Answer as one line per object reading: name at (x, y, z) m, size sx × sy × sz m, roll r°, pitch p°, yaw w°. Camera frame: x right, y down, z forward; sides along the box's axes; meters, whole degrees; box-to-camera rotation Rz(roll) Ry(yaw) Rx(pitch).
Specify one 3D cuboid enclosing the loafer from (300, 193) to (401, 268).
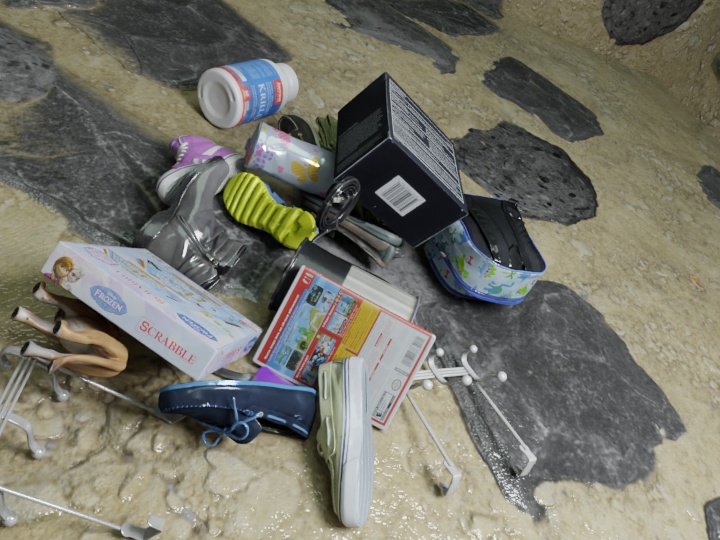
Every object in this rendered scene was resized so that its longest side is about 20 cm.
loafer at (-0.027, -0.070, 0.979) m, size 0.200 × 0.063 × 0.072 m, roll 27°, pitch 10°, yaw 22°

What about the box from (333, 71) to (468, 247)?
box at (0.065, -0.182, 0.952) m, size 0.200 × 0.123 × 0.199 m, roll 37°, pitch 36°, yaw -32°

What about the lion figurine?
lion figurine at (-0.289, 0.073, 0.605) m, size 0.122 × 0.073 × 0.200 m, roll 38°, pitch 1°, yaw -41°

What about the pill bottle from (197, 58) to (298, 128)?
pill bottle at (-0.215, -0.358, 1.136) m, size 0.112 × 0.112 × 0.200 m, roll 39°, pitch 41°, yaw 12°

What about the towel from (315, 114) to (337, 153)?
towel at (-0.002, -0.232, 1.154) m, size 0.200 × 0.036 × 0.149 m, roll 27°, pitch 31°, yaw -28°

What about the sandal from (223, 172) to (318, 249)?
sandal at (-0.142, -0.089, 0.936) m, size 0.200 × 0.080 × 0.087 m, roll 37°, pitch 2°, yaw 21°

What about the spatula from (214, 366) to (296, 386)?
spatula at (-0.172, 0.125, 0.716) m, size 0.200 × 0.021 × 0.057 m, roll 26°, pitch 44°, yaw -3°

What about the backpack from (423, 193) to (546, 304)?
backpack at (0.221, -0.029, 1.019) m, size 0.183 × 0.147 × 0.200 m, roll 7°, pitch 40°, yaw -26°

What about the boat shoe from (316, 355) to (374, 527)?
boat shoe at (-0.021, 0.202, 0.689) m, size 0.062 × 0.072 × 0.200 m, roll -9°, pitch 57°, yaw 14°

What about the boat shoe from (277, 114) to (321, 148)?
boat shoe at (-0.116, -0.230, 1.089) m, size 0.060 × 0.072 × 0.201 m, roll -5°, pitch 53°, yaw -40°

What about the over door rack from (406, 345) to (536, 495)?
over door rack at (0.146, 0.190, 0.791) m, size 0.147 × 0.067 × 0.200 m, roll 0°, pitch 47°, yaw -30°

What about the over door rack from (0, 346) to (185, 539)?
over door rack at (-0.285, 0.177, 0.568) m, size 0.200 × 0.067 × 0.148 m, roll 27°, pitch 37°, yaw -25°

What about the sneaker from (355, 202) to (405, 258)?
sneaker at (0.037, -0.109, 1.042) m, size 0.074 × 0.085 × 0.200 m, roll 2°, pitch 46°, yaw -28°

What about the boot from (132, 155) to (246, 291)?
boot at (-0.218, -0.064, 0.834) m, size 0.131 × 0.070 × 0.200 m, roll 32°, pitch 67°, yaw 1°

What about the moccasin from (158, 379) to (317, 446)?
moccasin at (-0.125, 0.161, 0.639) m, size 0.200 × 0.080 × 0.068 m, roll 13°, pitch 68°, yaw -37°

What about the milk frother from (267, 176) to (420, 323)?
milk frother at (0.000, 0.000, 0.813) m, size 0.188 × 0.200 × 0.181 m, roll 27°, pitch 39°, yaw -3°

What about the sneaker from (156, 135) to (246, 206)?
sneaker at (-0.286, -0.166, 0.929) m, size 0.114 × 0.073 × 0.200 m, roll 32°, pitch 28°, yaw 8°

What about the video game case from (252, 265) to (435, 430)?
video game case at (-0.021, 0.102, 0.751) m, size 0.200 × 0.143 × 0.017 m, roll 28°, pitch 3°, yaw -2°

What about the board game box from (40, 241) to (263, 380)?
board game box at (-0.227, 0.041, 0.670) m, size 0.200 × 0.041 × 0.200 m, roll 34°, pitch 2°, yaw 4°

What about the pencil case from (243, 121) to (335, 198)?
pencil case at (-0.097, -0.181, 0.975) m, size 0.200 × 0.083 × 0.091 m, roll 19°, pitch 20°, yaw -21°
